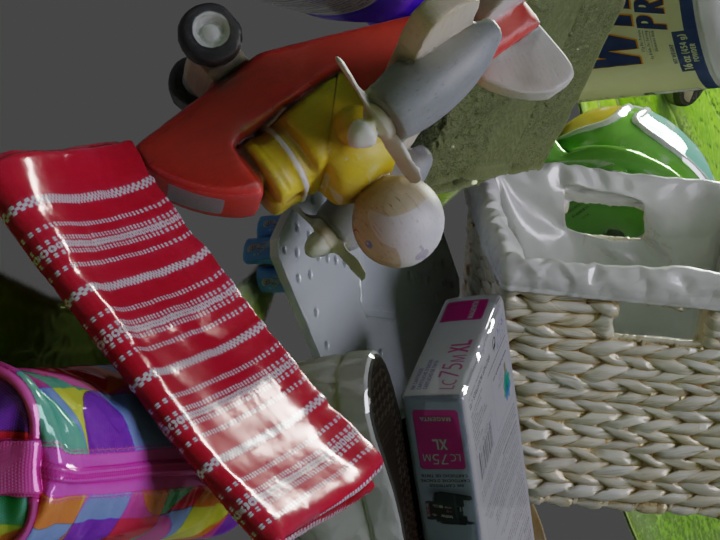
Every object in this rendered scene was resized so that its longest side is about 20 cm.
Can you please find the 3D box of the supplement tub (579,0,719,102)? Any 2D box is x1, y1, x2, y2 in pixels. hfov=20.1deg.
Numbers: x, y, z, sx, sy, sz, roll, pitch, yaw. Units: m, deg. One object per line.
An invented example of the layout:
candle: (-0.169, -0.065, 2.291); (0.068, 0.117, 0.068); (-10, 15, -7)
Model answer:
supplement tub: (0.166, -0.189, 1.389); (0.145, 0.199, 0.146); (-4, 90, -67)

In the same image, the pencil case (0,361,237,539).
pencil case: (-0.110, 0.076, 0.840); (0.200, 0.088, 0.089); (4, 82, -65)

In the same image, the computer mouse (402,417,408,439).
computer mouse: (0.037, 0.178, 1.180); (0.110, 0.044, 0.201); (-32, 126, -67)

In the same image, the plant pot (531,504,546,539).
plant pot: (0.089, 0.241, 1.357); (0.200, 0.027, 0.201); (-4, 90, -66)

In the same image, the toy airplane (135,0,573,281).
toy airplane: (0.015, -0.071, 0.988); (0.200, 0.199, 0.142); (5, 63, -57)

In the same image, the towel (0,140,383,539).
towel: (-0.074, 0.026, 0.872); (0.200, 0.022, 0.145); (51, 17, 8)

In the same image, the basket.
basket: (0.160, 0.037, 1.267); (0.200, 0.197, 0.162); (-98, -165, -68)

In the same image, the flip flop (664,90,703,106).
flip flop: (0.328, -0.239, 1.977); (0.200, 0.057, 0.081); (-59, 146, -31)

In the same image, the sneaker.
sneaker: (-0.012, 0.124, 1.074); (0.073, 0.084, 0.201); (-76, 157, -53)

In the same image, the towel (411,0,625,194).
towel: (0.093, -0.132, 1.195); (0.148, 0.036, 0.201); (-16, 136, -48)

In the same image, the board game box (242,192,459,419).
board game box: (0.000, 0.000, 1.189); (0.200, 0.026, 0.201); (-69, 146, -46)

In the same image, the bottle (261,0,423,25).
bottle: (-0.014, -0.163, 1.042); (0.199, 0.083, 0.066); (8, 86, -45)

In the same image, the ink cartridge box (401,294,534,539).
ink cartridge box: (0.065, 0.130, 1.129); (0.119, 0.042, 0.201); (-60, 142, -61)

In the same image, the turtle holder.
turtle holder: (0.180, -0.061, 1.514); (0.132, 0.185, 0.141); (-68, 177, -45)
